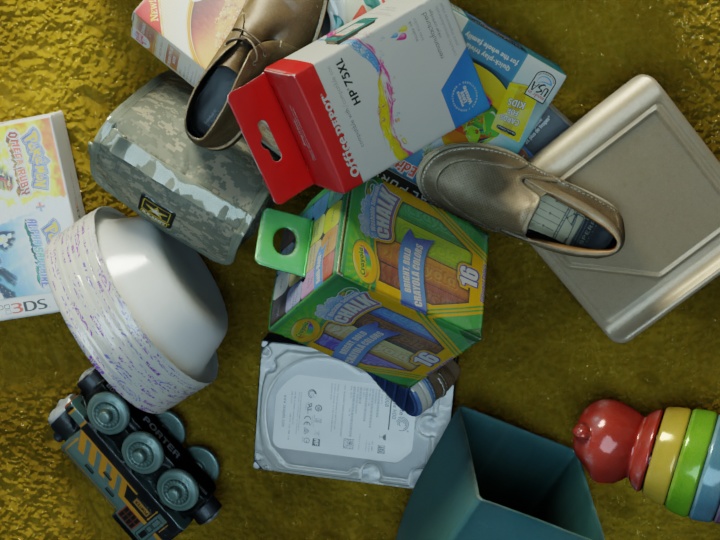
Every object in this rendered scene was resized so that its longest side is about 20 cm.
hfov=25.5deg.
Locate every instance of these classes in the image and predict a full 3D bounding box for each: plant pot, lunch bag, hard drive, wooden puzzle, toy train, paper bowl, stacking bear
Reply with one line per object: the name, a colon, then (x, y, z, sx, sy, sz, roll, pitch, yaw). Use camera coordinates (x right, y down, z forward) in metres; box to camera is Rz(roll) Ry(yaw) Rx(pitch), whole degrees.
plant pot: (0.114, 0.268, 1.550, 0.141, 0.141, 0.200, 23, 117, -18)
lunch bag: (-0.160, -0.094, 1.492, 0.164, 0.200, 0.118, 33, 104, -1)
hard drive: (-0.006, 0.144, 1.606, 0.199, 0.038, 0.140, 7, 104, 6)
wooden puzzle: (0.254, -0.057, 1.498, 0.185, 0.037, 0.200, -38, 104, 12)
toy train: (-0.233, 0.194, 1.630, 0.114, 0.085, 0.200, -40, 94, 24)
paper bowl: (-0.204, 0.028, 1.524, 0.104, 0.201, 0.201, -31, 96, 11)
stacking bear: (0.303, 0.184, 1.538, 0.199, 0.121, 0.114, 16, 106, 12)

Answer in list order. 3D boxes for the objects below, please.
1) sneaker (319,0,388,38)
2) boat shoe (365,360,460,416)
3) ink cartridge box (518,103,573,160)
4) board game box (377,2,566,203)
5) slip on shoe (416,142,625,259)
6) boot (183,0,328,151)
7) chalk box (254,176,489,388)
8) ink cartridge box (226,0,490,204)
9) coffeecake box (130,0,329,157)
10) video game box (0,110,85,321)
sneaker: (-0.056, -0.281, 1.430, 0.093, 0.070, 0.200, -35, 89, -23)
boat shoe: (0.018, 0.054, 1.558, 0.072, 0.072, 0.200, -32, 69, -25)
ink cartridge box: (0.159, -0.118, 1.527, 0.200, 0.037, 0.095, 43, 105, -1)
board game box: (0.073, -0.136, 1.474, 0.151, 0.047, 0.200, 27, 107, -14)
slip on shoe: (0.147, -0.059, 1.448, 0.199, 0.061, 0.076, 23, 107, -7)
boot: (-0.089, -0.192, 1.376, 0.073, 0.075, 0.200, 32, 95, 5)
chalk box: (0.000, 0.000, 1.432, 0.200, 0.125, 0.124, 24, 142, -24)
ink cartridge box: (-0.001, -0.146, 1.365, 0.200, 0.067, 0.116, -32, 113, -18)
coffeecake box: (-0.090, -0.223, 1.487, 0.200, 0.073, 0.154, 38, 75, -1)
video game box: (-0.370, -0.048, 1.612, 0.182, 0.047, 0.201, -10, 101, 8)
